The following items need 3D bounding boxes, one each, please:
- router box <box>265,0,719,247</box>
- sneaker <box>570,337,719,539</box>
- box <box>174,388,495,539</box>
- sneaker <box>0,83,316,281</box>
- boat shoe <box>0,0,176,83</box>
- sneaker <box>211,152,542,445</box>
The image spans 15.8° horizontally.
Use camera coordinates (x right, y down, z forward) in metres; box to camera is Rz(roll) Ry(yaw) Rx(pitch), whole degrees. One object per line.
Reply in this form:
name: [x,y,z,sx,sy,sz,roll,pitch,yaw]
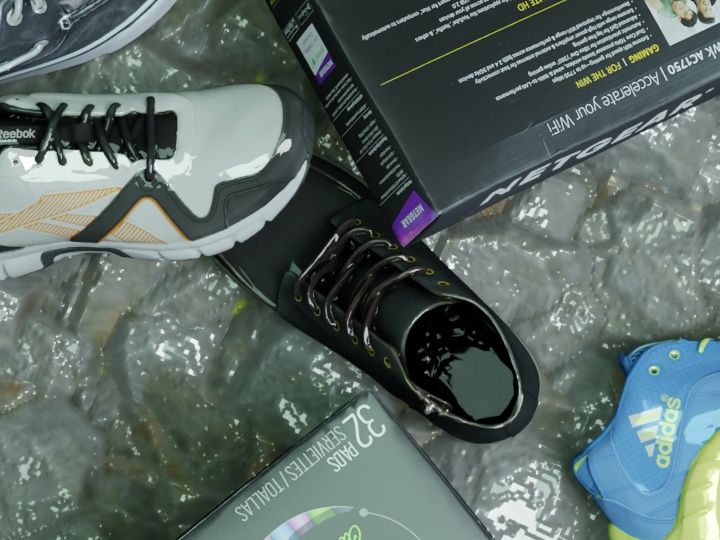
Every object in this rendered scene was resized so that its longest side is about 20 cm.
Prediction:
router box: [0.070,-0.119,1.154,0.200,0.051,0.149,-25,82,-23]
sneaker: [0.177,0.051,1.157,0.200,0.076,0.105,-43,84,-1]
box: [-0.026,0.171,1.132,0.200,0.124,0.149,-40,84,-3]
sneaker: [-0.118,-0.045,1.151,0.200,0.080,0.074,-13,58,15]
boat shoe: [-0.168,-0.124,1.194,0.200,0.068,0.072,-21,84,1]
sneaker: [0.000,0.000,1.155,0.200,0.106,0.075,36,87,5]
